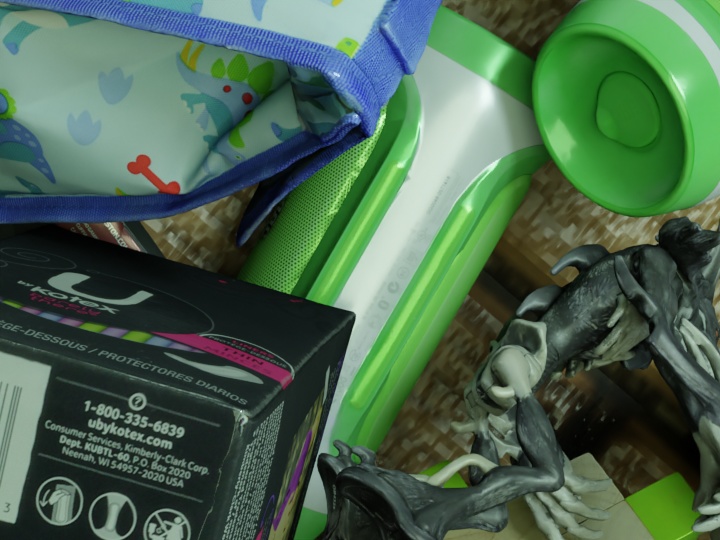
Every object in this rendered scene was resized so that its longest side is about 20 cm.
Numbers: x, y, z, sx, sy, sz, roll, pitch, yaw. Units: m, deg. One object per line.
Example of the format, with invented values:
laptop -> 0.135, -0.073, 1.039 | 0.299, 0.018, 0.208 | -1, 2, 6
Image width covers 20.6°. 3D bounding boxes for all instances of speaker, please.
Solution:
speaker -> 0.153, -0.094, 0.738 | 0.199, 0.088, 0.089 | -32, 105, -35
speaker -> 0.000, 0.000, 0.763 | 0.088, 0.088, 0.201 | 29, 94, -12

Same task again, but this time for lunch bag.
lunch bag -> -0.045, -0.106, 0.644 | 0.128, 0.198, 0.171 | 55, 48, -36

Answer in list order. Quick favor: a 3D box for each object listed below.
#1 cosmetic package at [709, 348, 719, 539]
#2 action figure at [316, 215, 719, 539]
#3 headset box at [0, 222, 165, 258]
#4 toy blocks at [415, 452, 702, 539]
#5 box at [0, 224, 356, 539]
cosmetic package -> 0.235, 0.069, 0.760 | 0.198, 0.074, 0.103 | -8, 101, -7
action figure -> 0.078, 0.054, 0.702 | 0.199, 0.119, 0.103 | -34, 90, -28
headset box -> -0.170, 0.001, 0.750 | 0.199, 0.077, 0.149 | -38, 103, -2
toy blocks -> 0.036, 0.159, 0.787 | 0.199, 0.100, 0.137 | -24, 147, -19
box -> -0.082, 0.058, 0.621 | 0.121, 0.200, 0.107 | 16, 98, 5
